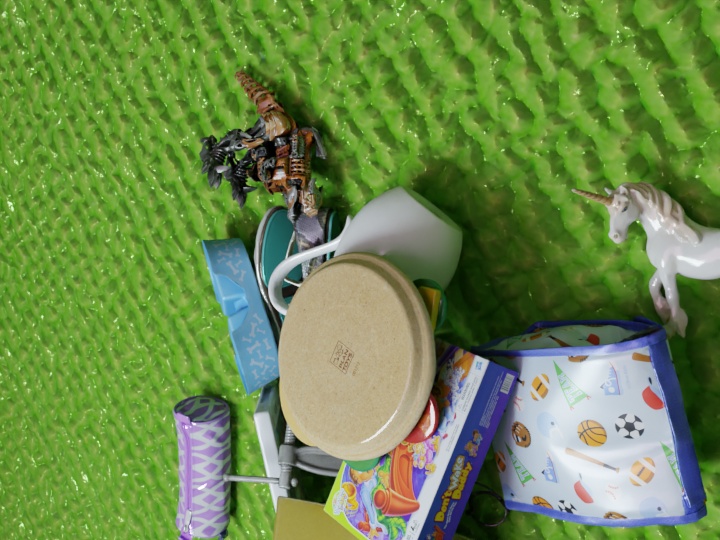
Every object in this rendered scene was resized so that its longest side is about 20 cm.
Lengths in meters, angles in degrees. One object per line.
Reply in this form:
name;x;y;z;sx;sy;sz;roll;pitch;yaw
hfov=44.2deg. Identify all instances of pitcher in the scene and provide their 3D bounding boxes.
pitcher;0.000;0.000;0.941;0.171;0.121;0.201;42;103;23

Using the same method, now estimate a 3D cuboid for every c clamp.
c clamp;-0.048;0.144;0.973;0.168;0.027;0.203;8;69;10

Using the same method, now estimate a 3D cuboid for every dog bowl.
dog bowl;-0.146;0.050;1.099;0.112;0.049;0.203;107;145;-70

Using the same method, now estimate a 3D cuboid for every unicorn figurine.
unicorn figurine;0.289;-0.008;0.771;0.197;0.074;0.140;2;104;22

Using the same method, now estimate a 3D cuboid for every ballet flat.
ballet flat;-0.057;0.026;1.046;0.071;0.072;0.204;6;101;37
ballet flat;-0.101;0.022;1.093;0.069;0.069;0.203;-3;102;39

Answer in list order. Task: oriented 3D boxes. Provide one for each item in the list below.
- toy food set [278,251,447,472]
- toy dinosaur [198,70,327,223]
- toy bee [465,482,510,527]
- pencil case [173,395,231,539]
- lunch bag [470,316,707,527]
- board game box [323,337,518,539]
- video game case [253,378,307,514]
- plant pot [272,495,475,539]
toy food set;-0.003;0.085;0.842;0.196;0.048;0.203;14;94;40
toy dinosaur;-0.108;-0.141;1.040;0.134;0.102;0.202;-27;48;12
toy bee;0.095;0.178;0.942;0.200;0.108;0.131;45;107;15
pencil case;-0.225;0.278;1.244;0.083;0.085;0.203;13;109;33
lunch bag;0.217;0.135;0.813;0.199;0.123;0.173;-10;97;59
board game box;0.053;0.165;0.839;0.134;0.044;0.203;19;86;53
video game case;-0.092;0.247;1.088;0.023;0.182;0.203;-12;96;-1
plant pot;0.014;0.373;0.956;0.192;0.195;0.203;-2;66;39
